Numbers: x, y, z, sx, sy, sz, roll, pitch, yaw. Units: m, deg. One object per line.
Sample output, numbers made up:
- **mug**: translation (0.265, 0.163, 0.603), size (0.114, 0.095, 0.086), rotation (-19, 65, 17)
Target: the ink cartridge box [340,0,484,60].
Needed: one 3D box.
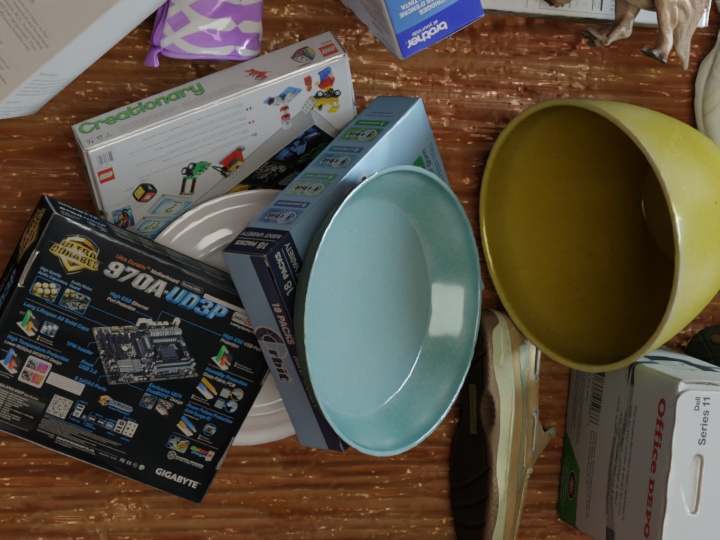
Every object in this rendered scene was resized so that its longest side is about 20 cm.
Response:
- **ink cartridge box**: translation (0.012, -0.242, 1.491), size (0.076, 0.137, 0.200), rotation (-28, 132, -11)

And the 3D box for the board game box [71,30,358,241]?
- **board game box**: translation (-0.097, -0.082, 1.525), size (0.199, 0.035, 0.127), rotation (-21, 136, -12)

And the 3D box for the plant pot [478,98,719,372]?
- **plant pot**: translation (0.207, -0.038, 1.581), size (0.142, 0.200, 0.201), rotation (-14, 102, -38)

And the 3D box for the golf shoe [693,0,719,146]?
- **golf shoe**: translation (0.307, -0.160, 1.630), size (0.075, 0.092, 0.201), rotation (2, 98, -17)

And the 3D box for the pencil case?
- **pencil case**: translation (-0.107, -0.244, 1.505), size (0.085, 0.084, 0.201), rotation (-4, 98, -32)

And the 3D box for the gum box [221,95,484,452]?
- **gum box**: translation (0.000, 0.000, 1.516), size (0.200, 0.044, 0.170), rotation (-48, 130, -38)

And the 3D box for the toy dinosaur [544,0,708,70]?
- **toy dinosaur**: translation (0.201, -0.232, 1.516), size (0.200, 0.086, 0.136), rotation (41, 78, -22)

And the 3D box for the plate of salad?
- **plate of salad**: translation (-0.080, 0.033, 1.564), size (0.199, 0.048, 0.201), rotation (-6, 111, -16)

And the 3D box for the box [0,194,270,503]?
- **box**: translation (-0.166, 0.058, 1.494), size (0.199, 0.046, 0.159), rotation (23, 101, -24)

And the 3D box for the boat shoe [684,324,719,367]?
- **boat shoe**: translation (0.291, 0.140, 1.673), size (0.074, 0.076, 0.201), rotation (-5, 109, -41)

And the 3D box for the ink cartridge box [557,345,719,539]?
- **ink cartridge box**: translation (0.225, 0.139, 1.588), size (0.083, 0.200, 0.147), rotation (4, 96, -16)

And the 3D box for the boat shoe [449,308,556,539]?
- **boat shoe**: translation (0.116, 0.130, 1.629), size (0.076, 0.072, 0.201), rotation (0, 97, -27)

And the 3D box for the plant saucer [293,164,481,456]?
- **plant saucer**: translation (0.013, 0.026, 1.471), size (0.200, 0.036, 0.201), rotation (-10, 103, -50)

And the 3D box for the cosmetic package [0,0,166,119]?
- **cosmetic package**: translation (-0.190, -0.193, 1.438), size (0.200, 0.108, 0.085), rotation (-39, 87, 13)

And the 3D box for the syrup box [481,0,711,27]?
- **syrup box**: translation (0.157, -0.226, 1.585), size (0.199, 0.079, 0.082), rotation (2, 96, -16)
